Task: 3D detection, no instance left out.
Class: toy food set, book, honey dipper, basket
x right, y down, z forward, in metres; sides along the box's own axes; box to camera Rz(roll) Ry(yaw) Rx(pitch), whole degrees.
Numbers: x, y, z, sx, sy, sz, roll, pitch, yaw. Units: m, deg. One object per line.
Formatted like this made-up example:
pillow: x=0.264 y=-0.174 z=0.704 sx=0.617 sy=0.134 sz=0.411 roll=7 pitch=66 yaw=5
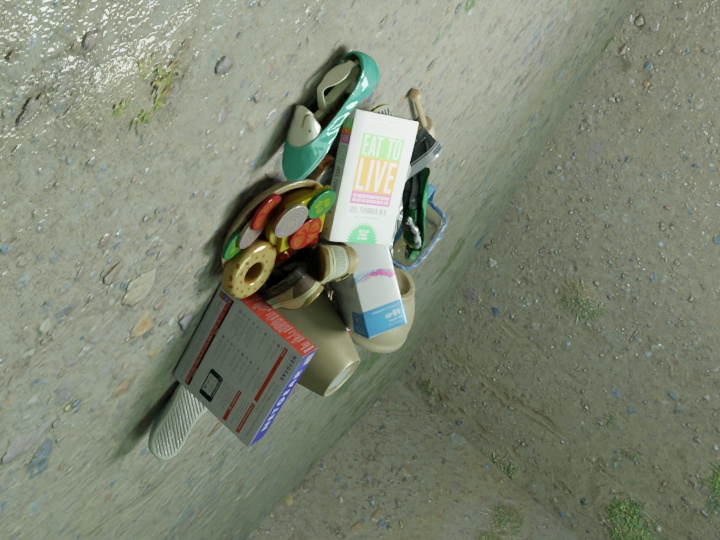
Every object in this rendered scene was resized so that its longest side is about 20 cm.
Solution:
toy food set: x=-0.124 y=-0.054 z=1.277 sx=0.198 sy=0.049 sz=0.200 roll=-29 pitch=154 yaw=-29
book: x=0.011 y=-0.146 z=1.366 sx=0.132 sy=0.048 sz=0.205 roll=1 pitch=106 yaw=-43
honey dipper: x=0.114 y=-0.290 z=1.611 sx=0.038 sy=0.038 sz=0.200 roll=-51 pitch=166 yaw=-3
basket: x=0.102 y=-0.089 z=1.881 sx=0.177 sy=0.138 sz=0.200 roll=-50 pitch=176 yaw=-9

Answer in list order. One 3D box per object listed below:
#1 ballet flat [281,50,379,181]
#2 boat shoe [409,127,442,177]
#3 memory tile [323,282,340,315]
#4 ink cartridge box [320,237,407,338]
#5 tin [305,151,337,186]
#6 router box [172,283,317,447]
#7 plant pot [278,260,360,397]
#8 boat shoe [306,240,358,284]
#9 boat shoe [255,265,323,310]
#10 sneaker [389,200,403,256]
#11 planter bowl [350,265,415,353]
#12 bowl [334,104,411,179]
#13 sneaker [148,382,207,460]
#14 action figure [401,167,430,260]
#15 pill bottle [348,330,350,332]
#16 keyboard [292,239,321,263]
ballet flat: x=-0.053 y=-0.216 z=1.169 sx=0.201 sy=0.067 sz=0.070 roll=-52 pitch=144 yaw=-3
boat shoe: x=0.063 y=-0.197 z=1.607 sx=0.198 sy=0.068 sz=0.074 roll=-30 pitch=-161 yaw=47
memory tile: x=-0.069 y=0.068 z=1.694 sx=0.154 sy=0.016 sz=0.202 roll=-56 pitch=-151 yaw=32
ink cartridge box: x=0.000 y=0.000 z=1.515 sx=0.083 sy=0.205 sz=0.144 roll=-19 pitch=-168 yaw=-17
tin: x=-0.088 y=-0.104 z=1.388 sx=0.111 sy=0.042 sz=0.202 roll=-34 pitch=158 yaw=-45
router box: x=-0.188 y=0.147 z=1.382 sx=0.202 sy=0.179 sz=0.049 roll=-57 pitch=165 yaw=25
plant pot: x=-0.100 y=0.122 z=1.553 sx=0.187 sy=0.200 sz=0.188 roll=-41 pitch=165 yaw=-13
boat shoe: x=-0.049 y=-0.012 z=1.406 sx=0.200 sy=0.065 sz=0.076 roll=-161 pitch=-112 yaw=-76
boat shoe: x=-0.136 y=0.026 z=1.397 sx=0.198 sy=0.066 sz=0.073 roll=-13 pitch=-156 yaw=47
sneaker: x=0.031 y=-0.088 z=1.700 sx=0.075 sy=0.075 sz=0.205 roll=10 pitch=-88 yaw=61
planter bowl: x=0.044 y=0.063 z=1.956 sx=0.200 sy=0.199 sz=0.136 roll=-36 pitch=161 yaw=-51
bowl: x=0.025 y=-0.170 z=1.483 sx=0.201 sy=0.094 sz=0.201 roll=-48 pitch=168 yaw=-14
sneaker: x=-0.304 y=0.230 z=1.496 sx=0.201 sy=0.074 sz=0.081 roll=-53 pitch=-161 yaw=-22
action figure: x=0.102 y=-0.112 z=1.728 sx=0.053 sy=0.118 sz=0.205 roll=-13 pitch=117 yaw=-19
pill bottle: x=-0.029 y=0.041 z=1.833 sx=0.202 sy=0.112 sz=0.112 roll=-56 pitch=167 yaw=21
keyboard: x=-0.056 y=-0.052 z=1.646 sx=0.199 sy=0.039 sz=0.105 roll=-35 pitch=160 yaw=-57
